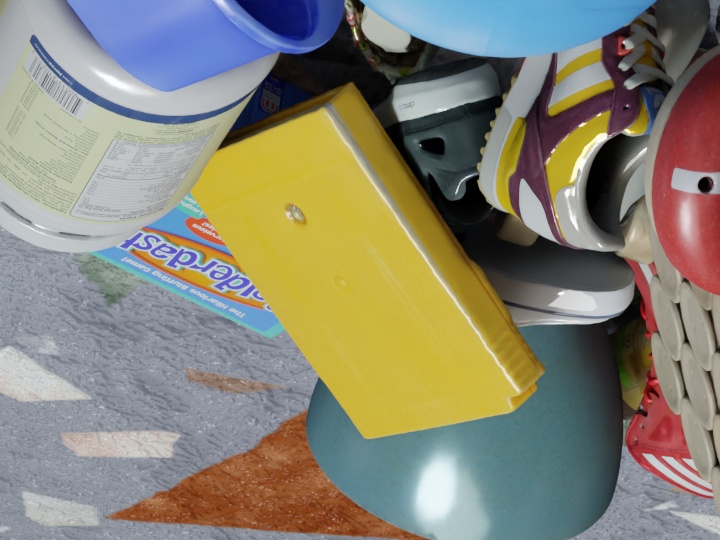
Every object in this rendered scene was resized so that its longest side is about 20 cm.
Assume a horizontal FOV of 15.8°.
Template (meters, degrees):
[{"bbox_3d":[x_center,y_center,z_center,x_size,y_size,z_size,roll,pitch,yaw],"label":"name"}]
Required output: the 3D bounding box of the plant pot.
[{"bbox_3d":[0.075,0.057,1.600,0.200,0.200,0.135,11,122,-3],"label":"plant pot"}]

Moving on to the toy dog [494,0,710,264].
[{"bbox_3d":[0.145,-0.092,1.427,0.132,0.096,0.200,27,131,-22],"label":"toy dog"}]

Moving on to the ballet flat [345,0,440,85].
[{"bbox_3d":[0.012,-0.168,1.333,0.075,0.064,0.200,0,148,18],"label":"ballet flat"}]

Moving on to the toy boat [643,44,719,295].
[{"bbox_3d":[0.238,-0.038,1.238,0.200,0.131,0.131,4,-165,-13],"label":"toy boat"}]

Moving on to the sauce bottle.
[{"bbox_3d":[0.229,0.036,1.623,0.065,0.065,0.200,26,144,-27],"label":"sauce bottle"}]

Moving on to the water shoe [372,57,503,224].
[{"bbox_3d":[0.044,-0.060,1.429,0.071,0.079,0.200,-14,175,-2],"label":"water shoe"}]

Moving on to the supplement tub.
[{"bbox_3d":[-0.134,-0.107,1.391,0.145,0.145,0.200,17,149,-14],"label":"supplement tub"}]

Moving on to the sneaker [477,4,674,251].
[{"bbox_3d":[0.128,-0.108,1.292,0.075,0.200,0.090,-5,-155,-45],"label":"sneaker"}]

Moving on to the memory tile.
[{"bbox_3d":[0.186,0.045,1.390,0.017,0.153,0.200,-15,139,-6],"label":"memory tile"}]

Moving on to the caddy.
[{"bbox_3d":[-0.084,-0.183,1.224,0.105,0.141,0.200,-24,114,29],"label":"caddy"}]

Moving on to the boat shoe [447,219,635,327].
[{"bbox_3d":[0.065,0.012,1.500,0.200,0.074,0.065,11,119,28],"label":"boat shoe"}]

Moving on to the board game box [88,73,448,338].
[{"bbox_3d":[-0.058,-0.036,1.591,0.152,0.045,0.200,26,146,-26],"label":"board game box"}]

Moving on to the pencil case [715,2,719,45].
[{"bbox_3d":[0.259,-0.153,1.277,0.089,0.078,0.200,20,148,-23],"label":"pencil case"}]

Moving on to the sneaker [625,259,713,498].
[{"bbox_3d":[0.183,0.055,1.571,0.115,0.078,0.200,-29,91,41],"label":"sneaker"}]

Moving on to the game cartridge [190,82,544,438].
[{"bbox_3d":[0.000,0.000,1.444,0.200,0.032,0.176,54,150,-12],"label":"game cartridge"}]

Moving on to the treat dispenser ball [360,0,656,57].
[{"bbox_3d":[0.065,-0.194,1.138,0.200,0.201,0.201,7,150,4],"label":"treat dispenser ball"}]
